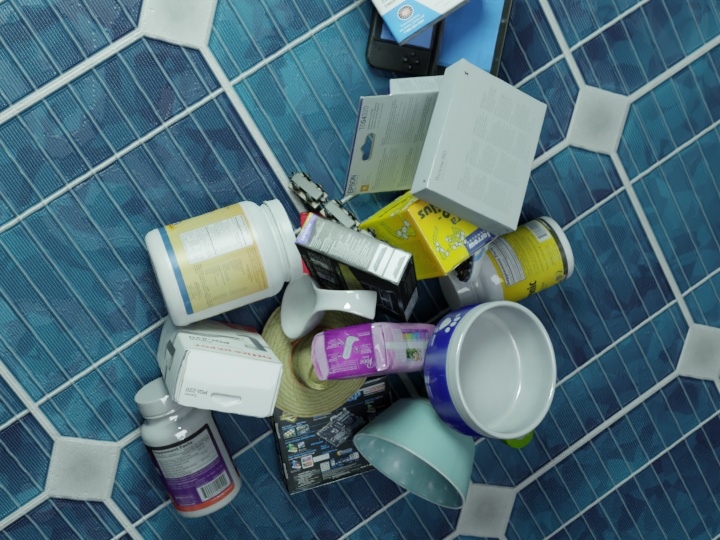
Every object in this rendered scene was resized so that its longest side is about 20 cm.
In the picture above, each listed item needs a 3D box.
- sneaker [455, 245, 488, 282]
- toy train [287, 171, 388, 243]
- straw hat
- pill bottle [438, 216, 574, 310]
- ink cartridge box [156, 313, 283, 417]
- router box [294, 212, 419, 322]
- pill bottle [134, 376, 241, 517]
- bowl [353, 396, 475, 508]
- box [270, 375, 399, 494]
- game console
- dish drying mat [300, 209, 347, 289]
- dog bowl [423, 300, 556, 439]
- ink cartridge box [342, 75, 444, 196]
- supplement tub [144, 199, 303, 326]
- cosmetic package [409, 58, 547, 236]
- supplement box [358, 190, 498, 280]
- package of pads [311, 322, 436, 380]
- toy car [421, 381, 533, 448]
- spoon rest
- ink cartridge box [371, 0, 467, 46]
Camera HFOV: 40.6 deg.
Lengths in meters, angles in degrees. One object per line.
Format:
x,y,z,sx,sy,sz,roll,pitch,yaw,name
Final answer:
0.188,-0.070,1.516,0.072,0.072,0.201,20,63,-17,sneaker
-0.033,-0.080,1.452,0.200,0.046,0.034,41,78,15,toy train
-0.060,0.136,1.486,0.200,0.085,0.202,-1,95,-14,straw hat
0.232,-0.002,1.566,0.199,0.111,0.112,-22,110,-11,pill bottle
-0.208,0.134,1.412,0.145,0.200,0.085,12,100,-20,ink cartridge box
0.000,0.000,1.397,0.157,0.200,0.052,22,76,12,router box
-0.265,0.262,1.475,0.111,0.111,0.201,-23,109,-11,pill bottle
0.100,0.272,1.519,0.201,0.201,0.105,45,65,-22,bowl
-0.040,0.259,1.581,0.199,0.046,0.159,-14,107,-14,box
0.118,-0.382,1.425,0.170,0.118,0.201,5,102,-26,game console
-0.055,0.006,1.526,0.077,0.018,0.201,-5,105,-16,dish drying mat
0.193,0.147,1.437,0.200,0.079,0.201,5,82,-34,dog bowl
0.075,-0.201,1.449,0.199,0.043,0.197,-6,141,-17,ink cartridge box
-0.196,-0.016,1.407,0.199,0.145,0.145,-19,109,-13,supplement tub
0.166,-0.169,1.348,0.150,0.052,0.201,25,72,-24,cosmetic package
0.092,-0.058,1.439,0.109,0.200,0.110,-35,99,-22,supplement box
0.027,0.117,1.426,0.120,0.200,0.076,-12,82,27,package of pads
0.221,0.163,1.587,0.158,0.164,0.200,30,84,-22,toy car
-0.061,0.049,1.406,0.060,0.200,0.100,15,76,-37,spoon rest
0.062,-0.442,1.368,0.146,0.084,0.200,-32,96,11,ink cartridge box
